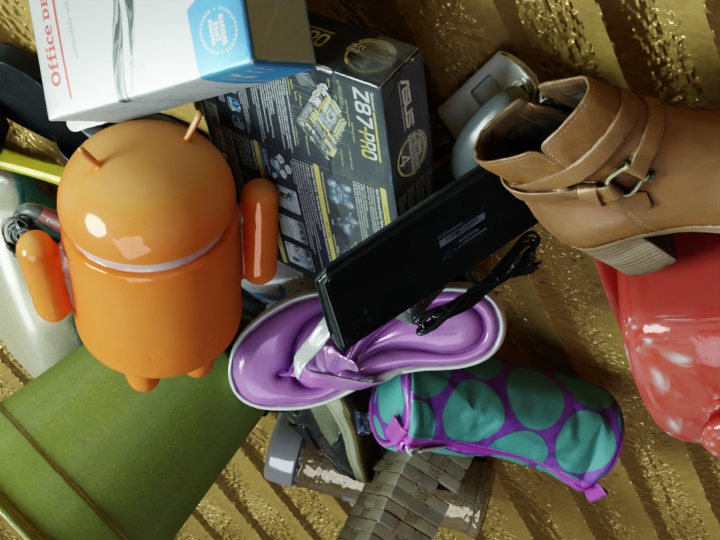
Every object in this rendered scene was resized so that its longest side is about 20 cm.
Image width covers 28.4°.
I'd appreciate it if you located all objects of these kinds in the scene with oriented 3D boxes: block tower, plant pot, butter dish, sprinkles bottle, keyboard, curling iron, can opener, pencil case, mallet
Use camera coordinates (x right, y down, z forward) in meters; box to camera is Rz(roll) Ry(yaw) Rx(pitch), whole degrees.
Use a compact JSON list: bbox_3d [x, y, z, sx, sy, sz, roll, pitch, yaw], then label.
[{"bbox_3d":[0.040,0.172,1.127,0.054,0.201,0.058,34,163,-21],"label":"block tower"},{"bbox_3d":[-0.174,0.125,1.050,0.200,0.190,0.200,44,167,13],"label":"plant pot"},{"bbox_3d":[0.252,0.057,0.940,0.197,0.149,0.201,-3,139,27],"label":"butter dish"},{"bbox_3d":[0.017,0.177,1.259,0.198,0.069,0.069,15,143,3],"label":"sprinkles bottle"},{"bbox_3d":[0.063,-0.015,0.901,0.021,0.199,0.128,48,164,37],"label":"keyboard"},{"bbox_3d":[-0.160,-0.004,1.022,0.198,0.026,0.050,17,138,-17],"label":"curling iron"},{"bbox_3d":[0.046,-0.068,0.927,0.054,0.067,0.200,53,136,4],"label":"can opener"},{"bbox_3d":[0.102,0.112,1.081,0.198,0.093,0.085,14,150,-23],"label":"pencil case"},{"bbox_3d":[-0.209,-0.057,0.993,0.198,0.066,0.041,22,156,13],"label":"mallet"}]

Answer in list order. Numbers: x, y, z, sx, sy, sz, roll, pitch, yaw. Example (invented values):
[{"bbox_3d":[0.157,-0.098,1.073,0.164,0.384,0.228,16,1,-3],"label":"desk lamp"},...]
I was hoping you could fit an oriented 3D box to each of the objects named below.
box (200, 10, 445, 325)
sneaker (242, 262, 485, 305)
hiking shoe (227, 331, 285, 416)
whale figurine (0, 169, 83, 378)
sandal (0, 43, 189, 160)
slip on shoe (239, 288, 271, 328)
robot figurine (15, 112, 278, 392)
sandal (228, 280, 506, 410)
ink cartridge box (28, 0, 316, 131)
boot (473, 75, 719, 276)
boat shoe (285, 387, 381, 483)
[{"bbox_3d":[-0.028,-0.074,0.919,0.160,0.049,0.201,25,144,31],"label":"box"},{"bbox_3d":[0.000,0.000,1.033,0.198,0.073,0.073,12,158,-2],"label":"sneaker"},{"bbox_3d":[-0.096,0.101,1.179,0.198,0.101,0.076,23,144,-6],"label":"hiking shoe"},{"bbox_3d":[-0.244,-0.011,1.115,0.159,0.103,0.202,30,138,51],"label":"whale figurine"},{"bbox_3d":[-0.189,-0.091,1.023,0.198,0.043,0.076,25,143,-9],"label":"sandal"},{"bbox_3d":[-0.109,0.007,1.093,0.198,0.077,0.061,16,137,-9],"label":"slip on shoe"},{"bbox_3d":[-0.132,-0.013,0.918,0.142,0.117,0.201,13,136,11],"label":"robot figurine"},{"bbox_3d":[0.000,0.048,0.983,0.200,0.050,0.083,-15,100,8],"label":"sandal"},{"bbox_3d":[-0.132,-0.156,0.849,0.198,0.117,0.068,-10,179,33],"label":"ink cartridge box"},{"bbox_3d":[0.178,-0.080,0.826,0.199,0.077,0.155,-27,136,37],"label":"boot"},{"bbox_3d":[-0.027,0.103,1.118,0.065,0.072,0.202,3,148,15],"label":"boat shoe"}]
